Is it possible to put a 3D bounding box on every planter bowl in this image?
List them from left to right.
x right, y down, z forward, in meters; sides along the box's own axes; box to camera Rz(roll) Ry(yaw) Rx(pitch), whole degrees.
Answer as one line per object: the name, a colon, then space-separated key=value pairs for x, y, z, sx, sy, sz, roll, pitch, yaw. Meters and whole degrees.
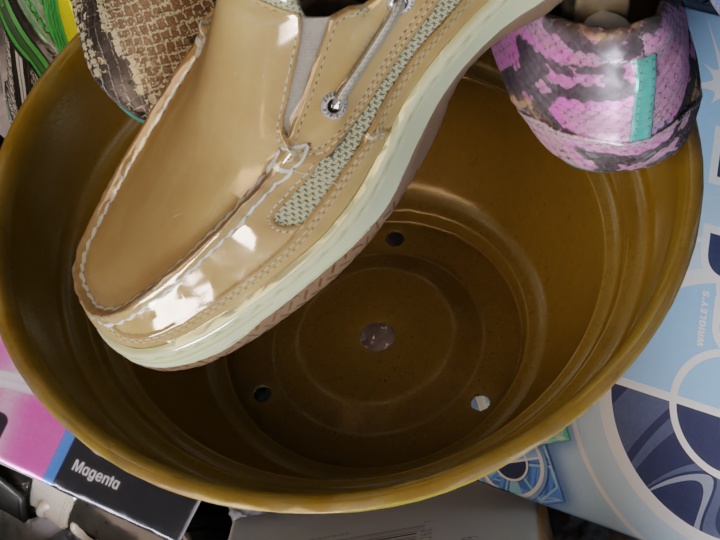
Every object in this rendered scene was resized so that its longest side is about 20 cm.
planter bowl: x=0.000 y=0.000 z=0.797 sx=0.200 sy=0.201 sz=0.084 roll=26 pitch=155 yaw=26

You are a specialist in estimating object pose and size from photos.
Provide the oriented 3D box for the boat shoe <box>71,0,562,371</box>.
boat shoe: x=-0.014 y=-0.063 z=0.703 sx=0.200 sy=0.076 sz=0.072 roll=-50 pitch=52 yaw=9

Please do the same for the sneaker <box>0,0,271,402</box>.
sneaker: x=-0.069 y=-0.035 z=0.933 sx=0.085 sy=0.078 sz=0.201 roll=0 pitch=107 yaw=54

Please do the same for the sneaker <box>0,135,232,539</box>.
sneaker: x=-0.113 y=0.055 z=0.969 sx=0.088 sy=0.074 sz=0.200 roll=-35 pitch=75 yaw=5

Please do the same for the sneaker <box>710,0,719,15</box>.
sneaker: x=0.119 y=-0.141 z=0.692 sx=0.078 sy=0.200 sz=0.089 roll=-19 pitch=134 yaw=41

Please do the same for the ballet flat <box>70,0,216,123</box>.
ballet flat: x=-0.038 y=-0.134 z=0.797 sx=0.068 sy=0.200 sz=0.075 roll=16 pitch=140 yaw=-4

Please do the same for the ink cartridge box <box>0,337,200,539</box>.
ink cartridge box: x=-0.056 y=-0.024 z=0.866 sx=0.095 sy=0.037 sz=0.200 roll=25 pitch=93 yaw=-12

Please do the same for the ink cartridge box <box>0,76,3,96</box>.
ink cartridge box: x=-0.195 y=-0.154 z=0.934 sx=0.146 sy=0.084 sz=0.201 roll=22 pitch=122 yaw=57

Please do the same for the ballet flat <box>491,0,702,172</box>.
ballet flat: x=0.048 y=-0.118 z=0.773 sx=0.071 sy=0.069 sz=0.200 roll=100 pitch=157 yaw=-51

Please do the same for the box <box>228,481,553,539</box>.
box: x=0.024 y=0.182 z=0.865 sx=0.106 sy=0.152 sz=0.201 roll=-11 pitch=102 yaw=5

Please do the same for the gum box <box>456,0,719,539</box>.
gum box: x=0.122 y=0.005 z=0.820 sx=0.200 sy=0.045 sz=0.170 roll=19 pitch=116 yaw=30
